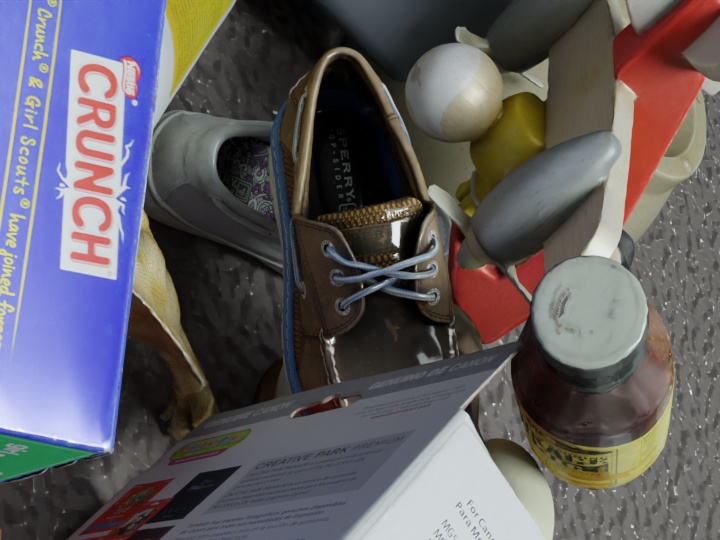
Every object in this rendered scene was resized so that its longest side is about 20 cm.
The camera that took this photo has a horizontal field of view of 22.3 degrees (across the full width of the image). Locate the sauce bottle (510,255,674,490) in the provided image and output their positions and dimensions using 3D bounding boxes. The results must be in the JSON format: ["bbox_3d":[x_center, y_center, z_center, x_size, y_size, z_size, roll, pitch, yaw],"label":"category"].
[{"bbox_3d":[0.089,0.040,0.708,0.200,0.066,0.066,60,22,-70],"label":"sauce bottle"}]

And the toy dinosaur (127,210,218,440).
[{"bbox_3d":[-0.094,0.002,0.726,0.101,0.058,0.200,52,-4,26],"label":"toy dinosaur"}]

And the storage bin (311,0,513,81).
[{"bbox_3d":[0.000,-0.195,0.926,0.134,0.145,0.201,47,22,-49],"label":"storage bin"}]

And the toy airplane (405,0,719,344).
[{"bbox_3d":[0.091,-0.071,0.814,0.141,0.200,0.200,20,80,-6],"label":"toy airplane"}]

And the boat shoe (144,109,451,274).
[{"bbox_3d":[-0.015,-0.033,0.867,0.200,0.068,0.072,25,77,-42],"label":"boat shoe"}]

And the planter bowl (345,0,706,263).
[{"bbox_3d":[0.105,-0.085,1.004,0.200,0.134,0.201,26,55,-43],"label":"planter bowl"}]

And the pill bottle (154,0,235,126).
[{"bbox_3d":[-0.118,-0.103,0.721,0.112,0.112,0.200,54,26,-19],"label":"pill bottle"}]

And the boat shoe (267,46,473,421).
[{"bbox_3d":[0.000,0.000,0.742,0.072,0.072,0.201,-11,63,-13],"label":"boat shoe"}]

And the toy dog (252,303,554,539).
[{"bbox_3d":[0.032,0.111,0.821,0.201,0.139,0.194,68,18,0],"label":"toy dog"}]

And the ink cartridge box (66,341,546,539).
[{"bbox_3d":[-0.032,0.119,0.658,0.176,0.200,0.084,-43,108,-39],"label":"ink cartridge box"}]

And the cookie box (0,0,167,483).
[{"bbox_3d":[-0.162,-0.041,0.520,0.199,0.075,0.172,17,69,-35],"label":"cookie box"}]
